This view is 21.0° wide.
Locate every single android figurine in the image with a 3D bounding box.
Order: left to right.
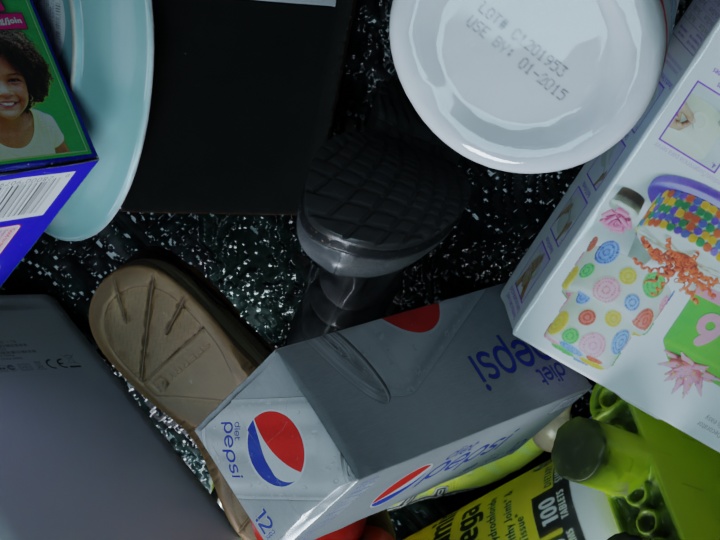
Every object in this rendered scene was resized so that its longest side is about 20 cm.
[{"bbox_3d":[0.169,0.132,0.930,0.041,0.183,0.199,-37,144,27],"label":"android figurine"}]

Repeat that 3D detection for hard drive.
[{"bbox_3d":[-0.160,0.081,0.955,0.200,0.131,0.026,47,122,36],"label":"hard drive"}]

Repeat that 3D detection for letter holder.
[{"bbox_3d":[-0.071,-0.147,0.919,0.100,0.142,0.201,0,118,-22],"label":"letter holder"}]

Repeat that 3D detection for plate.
[{"bbox_3d":[-0.153,-0.113,0.910,0.025,0.200,0.201,-6,120,-33],"label":"plate"}]

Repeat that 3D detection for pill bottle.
[{"bbox_3d":[0.072,0.176,1.005,0.199,0.113,0.113,-32,102,23],"label":"pill bottle"},{"bbox_3d":[0.082,-0.124,0.825,0.108,0.200,0.109,5,114,11],"label":"pill bottle"}]

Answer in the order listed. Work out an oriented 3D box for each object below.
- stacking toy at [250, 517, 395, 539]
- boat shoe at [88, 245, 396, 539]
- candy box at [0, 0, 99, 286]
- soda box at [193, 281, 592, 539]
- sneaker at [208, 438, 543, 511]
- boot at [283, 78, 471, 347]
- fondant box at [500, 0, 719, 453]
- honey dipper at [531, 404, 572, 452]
[{"bbox_3d":[0.014,0.171,0.905,0.085,0.085,0.201,-23,108,21],"label":"stacking toy"},{"bbox_3d":[-0.051,0.070,0.947,0.072,0.072,0.200,-39,99,16],"label":"boat shoe"},{"bbox_3d":[-0.219,-0.089,0.909,0.169,0.077,0.201,-43,66,46],"label":"candy box"},{"bbox_3d":[0.020,0.061,0.877,0.063,0.200,0.068,-44,72,33],"label":"soda box"},{"bbox_3d":[0.014,0.099,1.006,0.199,0.076,0.076,-18,106,17],"label":"sneaker"},{"bbox_3d":[0.000,0.000,0.900,0.069,0.200,0.132,26,113,6],"label":"boot"},{"bbox_3d":[0.177,-0.026,0.890,0.144,0.058,0.201,29,104,-13],"label":"fondant box"},{"bbox_3d":[0.116,-0.004,0.939,0.038,0.038,0.201,16,105,6],"label":"honey dipper"}]
